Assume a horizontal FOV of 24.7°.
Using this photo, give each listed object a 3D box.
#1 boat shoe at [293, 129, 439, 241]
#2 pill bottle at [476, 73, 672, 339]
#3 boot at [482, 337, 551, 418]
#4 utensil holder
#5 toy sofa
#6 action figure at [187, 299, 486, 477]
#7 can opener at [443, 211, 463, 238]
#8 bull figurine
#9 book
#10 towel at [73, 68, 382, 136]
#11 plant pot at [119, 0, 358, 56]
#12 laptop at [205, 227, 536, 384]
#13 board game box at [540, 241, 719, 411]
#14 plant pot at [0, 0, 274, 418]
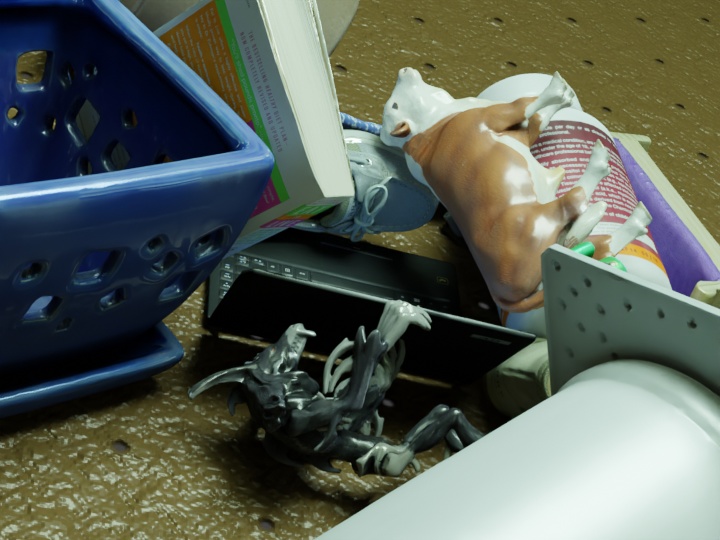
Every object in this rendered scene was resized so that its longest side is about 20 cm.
[{"bbox_3d":[-0.037,-0.054,1.081,0.202,0.074,0.065,14,42,-27],"label":"boat shoe"},{"bbox_3d":[0.133,-0.037,1.120,0.113,0.113,0.200,6,47,-22],"label":"pill bottle"},{"bbox_3d":[0.185,0.078,0.985,0.199,0.072,0.155,10,-4,-8],"label":"boot"},{"bbox_3d":[0.082,0.156,0.767,0.200,0.170,0.170,-24,53,-31],"label":"utensil holder"},{"bbox_3d":[0.195,-0.015,1.181,0.097,0.083,0.200,3,37,-27],"label":"toy sofa"},{"bbox_3d":[0.009,0.073,0.925,0.200,0.102,0.119,22,-12,-7],"label":"action figure"},{"bbox_3d":[0.106,-0.078,1.265,0.067,0.053,0.200,58,37,-3],"label":"can opener"},{"bbox_3d":[0.092,-0.064,1.039,0.065,0.121,0.200,41,19,-55],"label":"bull figurine"},{"bbox_3d":[-0.097,-0.072,0.954,0.048,0.200,0.134,-5,77,-47],"label":"book"},{"bbox_3d":[-0.082,-0.116,1.102,0.144,0.024,0.200,8,0,22],"label":"towel"},{"bbox_3d":[-0.100,-0.208,1.218,0.174,0.200,0.200,35,32,-11],"label":"plant pot"},{"bbox_3d":[0.000,0.000,1.031,0.177,0.103,0.200,14,34,-12],"label":"laptop"},{"bbox_3d":[0.173,0.099,0.807,0.026,0.200,0.200,-25,31,-30],"label":"board game box"},{"bbox_3d":[-0.196,-0.034,0.900,0.200,0.180,0.200,-15,47,-41],"label":"plant pot"}]
